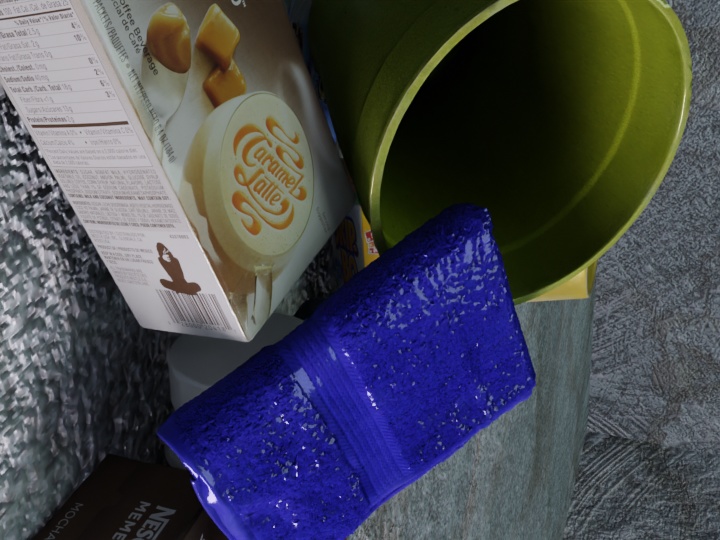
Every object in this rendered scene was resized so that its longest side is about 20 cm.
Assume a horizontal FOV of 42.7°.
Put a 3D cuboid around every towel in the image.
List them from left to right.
[{"bbox_3d":[0.007,0.073,0.486,0.199,0.049,0.149,-38,137,-12],"label":"towel"}]

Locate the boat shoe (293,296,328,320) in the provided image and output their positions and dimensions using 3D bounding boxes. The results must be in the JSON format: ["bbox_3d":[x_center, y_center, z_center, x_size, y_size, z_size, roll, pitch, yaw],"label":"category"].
[{"bbox_3d":[-0.032,0.080,0.741,0.202,0.082,0.070,98,5,-51],"label":"boat shoe"}]

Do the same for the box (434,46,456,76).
[{"bbox_3d":[0.093,-0.182,0.737,0.158,0.046,0.202,-23,145,-46],"label":"box"}]

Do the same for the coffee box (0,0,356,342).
[{"bbox_3d":[-0.087,-0.082,0.432,0.115,0.078,0.203,-53,135,-39],"label":"coffee box"}]

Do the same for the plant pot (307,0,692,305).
[{"bbox_3d":[0.058,-0.115,0.557,0.194,0.197,0.203,-124,-164,-45],"label":"plant pot"}]

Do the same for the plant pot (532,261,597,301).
[{"bbox_3d":[0.203,-0.043,1.162,0.200,0.185,0.206,7,90,-69],"label":"plant pot"}]

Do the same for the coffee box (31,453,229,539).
[{"bbox_3d":[-0.120,0.221,0.510,0.113,0.078,0.204,-53,144,-53],"label":"coffee box"}]

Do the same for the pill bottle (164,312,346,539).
[{"bbox_3d":[-0.065,0.139,0.588,0.114,0.112,0.204,-47,139,-58],"label":"pill bottle"}]

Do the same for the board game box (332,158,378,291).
[{"bbox_3d":[0.000,0.000,0.774,0.096,0.029,0.204,-127,-147,-60],"label":"board game box"}]

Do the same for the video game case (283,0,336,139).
[{"bbox_3d":[-0.061,-0.128,0.607,0.181,0.044,0.205,21,77,-70],"label":"video game case"}]
